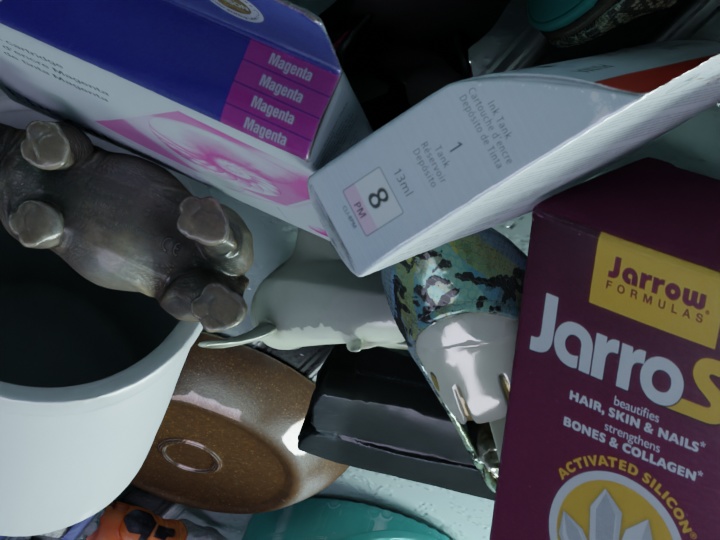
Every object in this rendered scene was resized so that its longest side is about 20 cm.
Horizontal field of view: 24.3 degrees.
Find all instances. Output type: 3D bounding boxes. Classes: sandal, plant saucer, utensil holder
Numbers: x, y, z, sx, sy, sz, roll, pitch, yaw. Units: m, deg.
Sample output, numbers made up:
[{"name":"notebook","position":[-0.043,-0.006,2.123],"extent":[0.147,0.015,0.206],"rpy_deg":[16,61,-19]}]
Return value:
[{"name":"sandal","position":[0.015,-0.083,0.668],"extent":[0.075,0.045,0.200],"rpy_deg":[2,171,-7]},{"name":"plant saucer","position":[-0.103,0.104,1.056],"extent":[0.199,0.037,0.201],"rpy_deg":[11,146,7]},{"name":"utensil holder","position":[-0.168,0.029,0.858],"extent":[0.169,0.171,0.200],"rpy_deg":[19,149,-4]}]

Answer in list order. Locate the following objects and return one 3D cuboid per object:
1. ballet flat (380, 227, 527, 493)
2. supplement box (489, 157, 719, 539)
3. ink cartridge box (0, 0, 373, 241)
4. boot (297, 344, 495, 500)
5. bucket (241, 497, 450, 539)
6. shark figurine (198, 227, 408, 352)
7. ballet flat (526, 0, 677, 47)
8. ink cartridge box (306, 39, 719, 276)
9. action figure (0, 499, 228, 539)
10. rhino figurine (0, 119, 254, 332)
[{"name":"ballet flat","position":[0.064,0.051,0.759],"extent":[0.074,0.075,0.200],"rpy_deg":[-2,146,26]},{"name":"supplement box","position":[0.139,0.071,0.709],"extent":[0.131,0.103,0.201],"rpy_deg":[21,118,35]},{"name":"ink cartridge box","position":[-0.089,-0.082,0.674],"extent":[0.196,0.043,0.200],"rpy_deg":[25,172,15]},{"name":"boot","position":[0.058,0.120,0.969],"extent":[0.199,0.066,0.165],"rpy_deg":[12,135,-7]},{"name":"bucket","position":[-0.011,0.257,1.148],"extent":[0.206,0.135,0.208],"rpy_deg":[11,147,7]},{"name":"shark figurine","position":[0.006,-0.001,0.825],"extent":[0.214,0.090,0.128],"rpy_deg":[-3,177,40]},{"name":"ballet flat","position":[0.120,-0.144,0.579],"extent":[0.075,0.068,0.200],"rpy_deg":[5,146,-11]},{"name":"ink cartridge box","position":[0.098,-0.072,0.624],"extent":[0.200,0.162,0.057],"rpy_deg":[-36,82,31]},{"name":"action figure","position":[-0.216,0.195,1.181],"extent":[0.200,0.105,0.193],"rpy_deg":[-40,116,23]},{"name":"rhino figurine","position":[-0.133,-0.035,0.740],"extent":[0.199,0.060,0.087],"rpy_deg":[27,180,-1]}]
